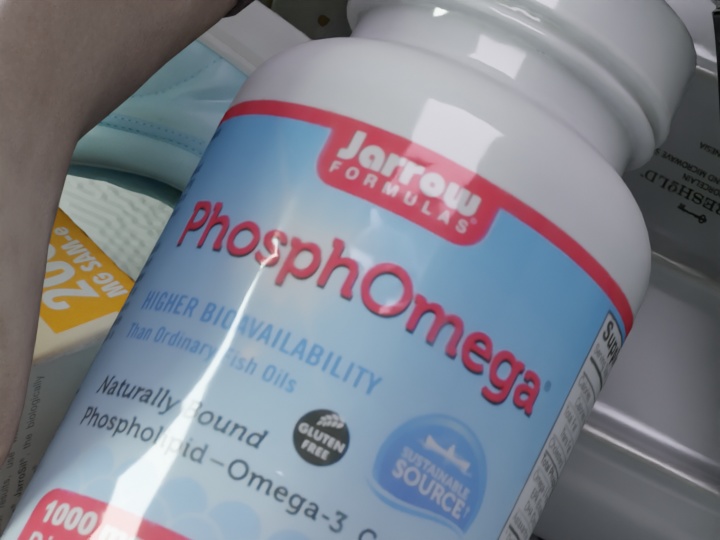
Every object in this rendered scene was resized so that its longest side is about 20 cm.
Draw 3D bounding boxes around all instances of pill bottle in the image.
[{"bbox_3d":[0.000,0.019,0.674,0.108,0.109,0.201,24,75,8],"label":"pill bottle"}]

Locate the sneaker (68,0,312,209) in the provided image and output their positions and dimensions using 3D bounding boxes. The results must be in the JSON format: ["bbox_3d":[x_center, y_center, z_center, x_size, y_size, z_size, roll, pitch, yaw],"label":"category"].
[{"bbox_3d":[0.000,0.000,0.810,0.200,0.074,0.082,35,84,5],"label":"sneaker"}]

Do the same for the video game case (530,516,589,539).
[{"bbox_3d":[0.130,0.129,0.731,0.181,0.023,0.200,6,43,-14],"label":"video game case"}]

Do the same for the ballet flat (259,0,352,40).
[{"bbox_3d":[-0.049,-0.081,0.864,0.199,0.071,0.069,14,38,-5],"label":"ballet flat"}]

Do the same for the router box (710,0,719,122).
[{"bbox_3d":[0.166,0.029,0.697,0.149,0.201,0.062,-5,3,-23],"label":"router box"}]

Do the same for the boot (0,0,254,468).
[{"bbox_3d":[-0.061,-0.064,0.663,0.070,0.201,0.146,12,25,38],"label":"boot"}]

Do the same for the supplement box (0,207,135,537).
[{"bbox_3d":[-0.165,0.026,0.701,0.200,0.074,0.126,-22,54,-37],"label":"supplement box"}]

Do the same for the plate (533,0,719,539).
[{"bbox_3d":[0.089,-0.020,0.753,0.199,0.032,0.201,26,79,10],"label":"plate"}]
